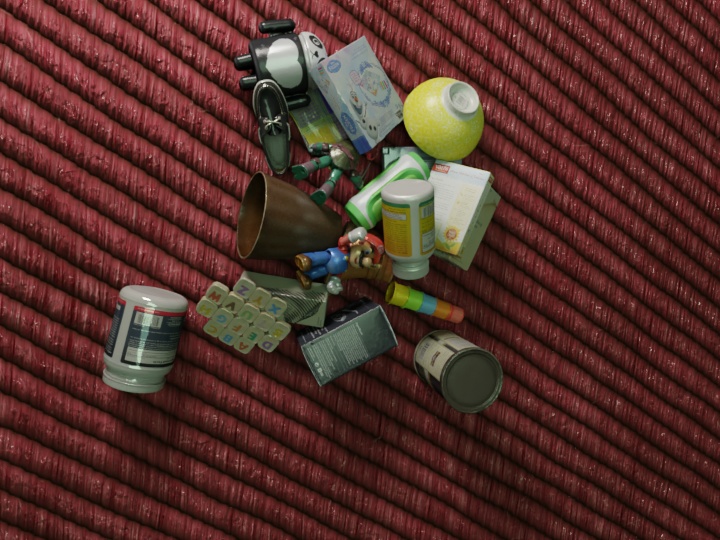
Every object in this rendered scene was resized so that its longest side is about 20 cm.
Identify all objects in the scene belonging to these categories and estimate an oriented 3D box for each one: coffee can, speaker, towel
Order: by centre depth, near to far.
[{"bbox_3d":[0.061,-0.179,1.149,0.200,0.088,0.089,-40,102,-6],"label":"speaker"},{"bbox_3d":[-0.062,-0.370,1.171,0.199,0.023,0.144,-27,99,-8],"label":"towel"},{"bbox_3d":[0.225,0.231,1.196,0.146,0.200,0.147,-1,96,-12],"label":"coffee can"}]

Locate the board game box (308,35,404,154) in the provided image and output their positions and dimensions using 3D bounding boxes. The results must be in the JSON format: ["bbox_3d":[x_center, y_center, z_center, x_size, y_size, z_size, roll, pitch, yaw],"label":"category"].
[{"bbox_3d":[0.004,-0.386,1.105,0.199,0.043,0.200,57,44,-19],"label":"board game box"}]

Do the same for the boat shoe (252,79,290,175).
[{"bbox_3d":[-0.187,-0.301,1.082,0.074,0.060,0.201,-7,130,-10],"label":"boat shoe"}]

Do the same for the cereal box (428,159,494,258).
[{"bbox_3d":[0.203,-0.145,1.163,0.039,0.144,0.201,23,91,-57],"label":"cereal box"}]

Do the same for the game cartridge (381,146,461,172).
[{"bbox_3d":[0.148,-0.231,1.223,0.199,0.040,0.134,-2,92,-12],"label":"game cartridge"}]

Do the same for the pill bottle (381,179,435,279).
[{"bbox_3d":[0.106,-0.086,1.098,0.112,0.113,0.201,-12,120,-11],"label":"pill bottle"}]

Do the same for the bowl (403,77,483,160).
[{"bbox_3d":[0.209,-0.365,1.153,0.199,0.108,0.201,6,72,-19],"label":"bowl"}]

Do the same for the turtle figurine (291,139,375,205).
[{"bbox_3d":[-0.053,-0.237,1.109,0.150,0.101,0.200,41,52,2],"label":"turtle figurine"}]

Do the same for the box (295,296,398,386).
[{"bbox_3d":[-0.036,0.156,1.160,0.199,0.148,0.105,-26,100,-8],"label":"box"}]

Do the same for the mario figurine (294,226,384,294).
[{"bbox_3d":[-0.033,-0.019,1.081,0.199,0.123,0.106,-21,81,-22],"label":"mario figurine"}]

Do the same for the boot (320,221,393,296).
[{"bbox_3d":[0.000,0.000,1.194,0.154,0.074,0.201,26,91,-16],"label":"boot"}]

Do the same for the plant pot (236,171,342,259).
[{"bbox_3d":[-0.148,-0.101,1.113,0.199,0.187,0.188,10,93,-29],"label":"plant pot"}]

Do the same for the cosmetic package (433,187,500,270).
[{"bbox_3d":[0.249,-0.113,1.216,0.103,0.073,0.201,24,92,-49],"label":"cosmetic package"}]

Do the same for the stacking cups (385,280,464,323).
[{"bbox_3d":[0.163,0.080,1.242,0.199,0.060,0.061,16,91,-14],"label":"stacking cups"}]

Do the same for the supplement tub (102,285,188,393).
[{"bbox_3d":[-0.457,0.142,1.072,0.140,0.140,0.201,15,92,-13],"label":"supplement tub"}]

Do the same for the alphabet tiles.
[{"bbox_3d":[-0.258,0.106,1.118,0.200,0.015,0.196,34,122,-18],"label":"alphabet tiles"}]

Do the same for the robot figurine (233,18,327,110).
[{"bbox_3d":[-0.168,-0.440,1.088,0.199,0.151,0.125,-14,56,-10],"label":"robot figurine"}]

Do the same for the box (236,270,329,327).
[{"bbox_3d":[-0.173,0.064,1.130,0.199,0.068,0.082,8,124,-1],"label":"box"}]
